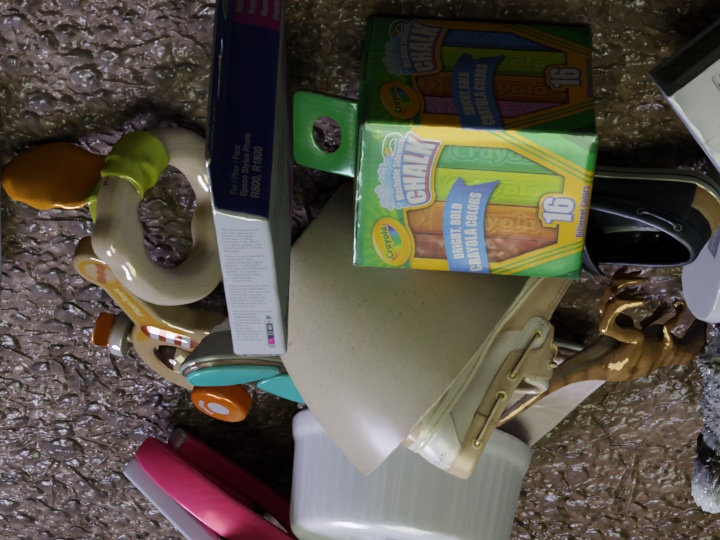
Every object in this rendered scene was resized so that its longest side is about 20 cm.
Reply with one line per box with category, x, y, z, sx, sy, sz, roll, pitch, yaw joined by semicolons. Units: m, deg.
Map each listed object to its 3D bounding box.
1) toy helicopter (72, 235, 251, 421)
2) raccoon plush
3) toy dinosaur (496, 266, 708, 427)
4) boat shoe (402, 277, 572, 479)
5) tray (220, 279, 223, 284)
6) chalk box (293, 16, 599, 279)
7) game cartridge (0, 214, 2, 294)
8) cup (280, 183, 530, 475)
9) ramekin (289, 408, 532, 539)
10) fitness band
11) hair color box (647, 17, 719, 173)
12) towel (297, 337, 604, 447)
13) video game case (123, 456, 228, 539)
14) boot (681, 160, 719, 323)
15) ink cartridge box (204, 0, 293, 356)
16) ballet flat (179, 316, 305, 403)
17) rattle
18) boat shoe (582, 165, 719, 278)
toy helicopter;-0.162;0.034;1.689;0.131;0.079;0.200;3;148;34
raccoon plush;0.289;0.119;1.663;0.096;0.134;0.202;12;113;20
toy dinosaur;0.191;0.061;1.671;0.199;0.060;0.107;-13;117;-23
boat shoe;0.109;0.068;1.632;0.069;0.200;0.074;39;162;-2
tray;0.000;0.000;1.688;0.199;0.022;0.108;-15;138;23
chalk box;0.053;-0.083;1.477;0.198;0.124;0.126;2;131;1
game cartridge;-0.331;-0.040;1.632;0.132;0.041;0.201;18;144;5
cup;0.011;0.023;1.569;0.143;0.201;0.200;38;137;-1
ramekin;0.035;0.181;1.805;0.199;0.099;0.201;9;164;3
fitness band;-0.102;0.197;1.862;0.200;0.144;0.038;35;93;-33
hair color box;0.288;-0.078;1.459;0.099;0.061;0.200;-36;112;8
towel;0.073;0.088;1.769;0.198;0.032;0.191;15;148;-17
video game case;-0.090;0.242;1.873;0.022;0.200;0.182;-53;139;1
boot;0.299;-0.046;1.581;0.095;0.074;0.201;-9;141;-19
ink cartridge box;-0.068;-0.081;1.445;0.043;0.198;0.201;0;143;2
ballet flat;-0.075;0.059;1.654;0.067;0.064;0.200;-16;164;27
rattle;-0.143;-0.022;1.617;0.142;0.131;0.199;-19;154;33
boat shoe;0.161;-0.033;1.581;0.199;0.063;0.075;1;142;30
